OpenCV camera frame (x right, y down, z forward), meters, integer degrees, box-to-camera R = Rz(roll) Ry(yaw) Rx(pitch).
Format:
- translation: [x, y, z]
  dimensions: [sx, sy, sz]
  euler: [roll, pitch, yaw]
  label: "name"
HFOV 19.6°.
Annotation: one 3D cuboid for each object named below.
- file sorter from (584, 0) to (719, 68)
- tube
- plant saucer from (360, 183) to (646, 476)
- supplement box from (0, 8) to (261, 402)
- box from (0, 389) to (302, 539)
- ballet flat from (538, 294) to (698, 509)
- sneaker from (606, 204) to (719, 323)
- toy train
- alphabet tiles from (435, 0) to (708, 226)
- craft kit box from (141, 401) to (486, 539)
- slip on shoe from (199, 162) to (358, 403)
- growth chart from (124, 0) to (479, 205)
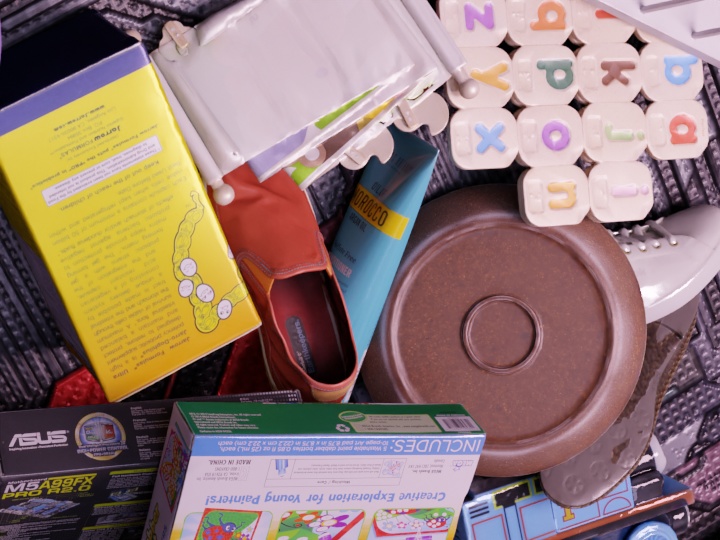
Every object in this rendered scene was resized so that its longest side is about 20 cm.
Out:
- translation: [0.227, -0.233, 1.352]
  dimensions: [0.200, 0.124, 0.139]
  euler: [21, 78, -27]
  label: "file sorter"
- translation: [0.000, 0.000, 1.384]
  dimensions: [0.050, 0.077, 0.201]
  euler: [12, 106, -36]
  label: "tube"
- translation: [0.095, 0.042, 1.407]
  dimensions: [0.199, 0.034, 0.201]
  euler: [0, 92, 1]
  label: "plant saucer"
- translation: [-0.157, -0.041, 1.277]
  dimensions: [0.109, 0.109, 0.201]
  euler: [-27, 116, -13]
  label: "supplement box"
- translation: [-0.148, 0.136, 1.323]
  dimensions: [0.199, 0.044, 0.160]
  euler: [-4, 152, -22]
  label: "box"
- translation: [0.183, 0.087, 1.474]
  dimensions: [0.067, 0.046, 0.200]
  euler: [27, 64, 6]
  label: "ballet flat"
- translation: [0.172, -0.004, 1.453]
  dimensions: [0.200, 0.073, 0.085]
  euler: [-31, 119, -10]
  label: "sneaker"
- translation: [0.145, 0.179, 1.498]
  dimensions: [0.199, 0.087, 0.115]
  euler: [-16, 107, -18]
  label: "toy train"
- translation: [0.142, -0.131, 1.394]
  dimensions: [0.195, 0.015, 0.201]
  euler: [-5, 89, -22]
  label: "alphabet tiles"
- translation: [-0.039, 0.175, 1.296]
  dimensions: [0.199, 0.049, 0.198]
  euler: [3, 115, -27]
  label: "craft kit box"
- translation: [-0.048, -0.006, 1.334]
  dimensions: [0.074, 0.061, 0.201]
  euler: [-15, 84, -26]
  label: "slip on shoe"
- translation: [-0.034, -0.125, 1.322]
  dimensions: [0.200, 0.018, 0.145]
  euler: [-26, 92, -13]
  label: "growth chart"
